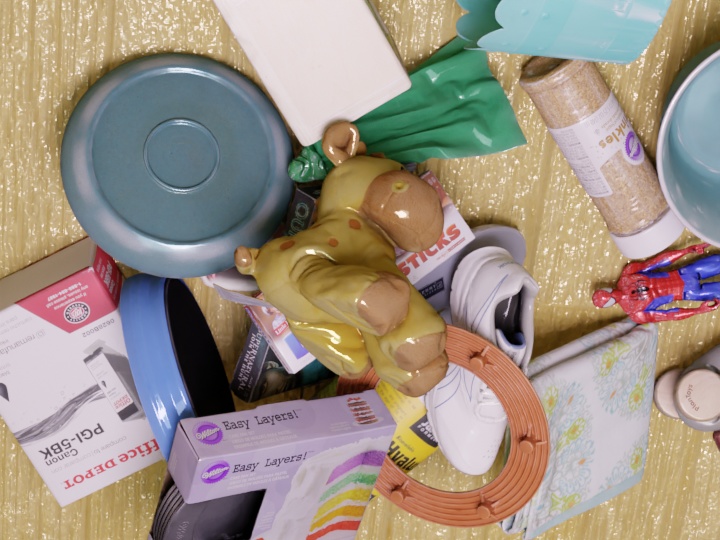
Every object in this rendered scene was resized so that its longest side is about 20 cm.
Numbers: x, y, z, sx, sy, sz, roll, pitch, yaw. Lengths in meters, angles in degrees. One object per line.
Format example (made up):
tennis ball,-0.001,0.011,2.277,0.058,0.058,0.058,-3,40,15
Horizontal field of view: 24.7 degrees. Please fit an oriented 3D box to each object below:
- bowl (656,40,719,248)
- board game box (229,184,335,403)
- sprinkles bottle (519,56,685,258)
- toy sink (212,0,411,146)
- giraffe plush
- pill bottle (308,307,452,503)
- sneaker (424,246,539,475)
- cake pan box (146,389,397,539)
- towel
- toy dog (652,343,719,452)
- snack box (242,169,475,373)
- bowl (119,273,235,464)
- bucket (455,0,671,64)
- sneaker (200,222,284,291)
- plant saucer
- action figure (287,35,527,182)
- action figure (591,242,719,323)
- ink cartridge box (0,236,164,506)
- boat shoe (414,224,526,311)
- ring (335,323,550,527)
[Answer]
bowl,0.344,-0.126,1.441,0.200,0.105,0.202,-2,113,-5
board game box,-0.038,0.016,1.457,0.028,0.135,0.201,31,114,27
sprinkles bottle,0.216,-0.106,1.456,0.068,0.068,0.200,-32,113,8
toy sink,-0.052,-0.228,1.341,0.112,0.130,0.200,-29,113,7
giraffe plush,0.004,-0.018,1.315,0.199,0.163,0.173,23,157,19
pill bottle,0.033,0.124,1.515,0.200,0.111,0.111,-40,112,11
sneaker,0.107,0.083,1.413,0.074,0.087,0.201,1,102,-22
cake pan box,-0.083,0.193,1.393,0.199,0.052,0.185,-6,130,-32
towel,0.206,0.145,1.525,0.200,0.048,0.172,-20,124,-41
toy dog,0.375,0.103,1.545,0.200,0.132,0.097,-32,91,18
snack box,0.000,0.000,1.388,0.200,0.024,0.072,-37,99,-16
bowl,-0.153,0.094,1.432,0.039,0.201,0.201,-19,114,6
bucket,0.168,-0.264,1.313,0.134,0.207,0.208,10,112,-13
sneaker,-0.145,-0.054,1.422,0.200,0.105,0.075,36,109,-19
plant saucer,-0.151,-0.093,1.380,0.199,0.027,0.201,3,75,-12
action figure,0.028,-0.120,1.405,0.199,0.055,0.118,-22,71,-14
action figure,0.313,0.010,1.523,0.199,0.052,0.066,-11,83,0
ink cartridge box,-0.255,0.093,1.486,0.146,0.083,0.201,-26,113,5
boat shoe,0.059,0.001,1.474,0.199,0.065,0.074,-19,118,-32
ring,0.066,0.137,1.409,0.200,0.019,0.201,11,117,22
